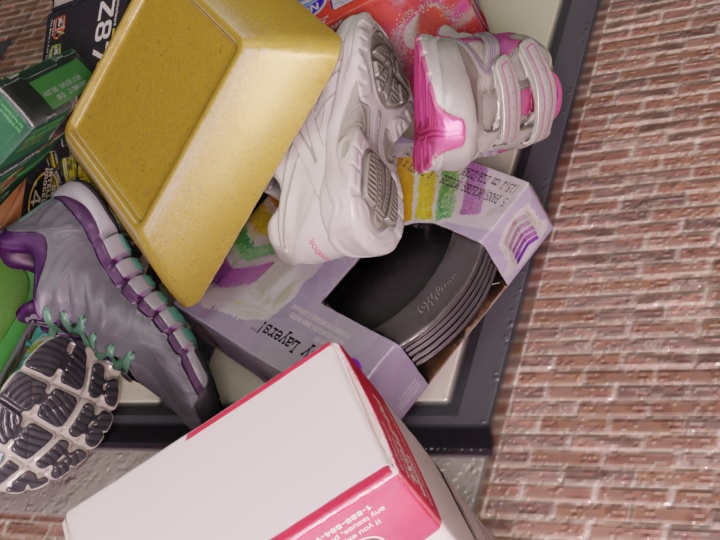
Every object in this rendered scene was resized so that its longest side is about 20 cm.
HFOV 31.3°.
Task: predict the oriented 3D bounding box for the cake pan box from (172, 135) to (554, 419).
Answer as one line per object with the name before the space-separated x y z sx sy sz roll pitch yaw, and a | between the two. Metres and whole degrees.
cake pan box | 0.000 0.000 0.825 0.185 0.052 0.199 -50 43 -12

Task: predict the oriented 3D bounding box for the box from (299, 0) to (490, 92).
box | -0.011 -0.174 0.956 0.199 0.096 0.100 -25 41 13

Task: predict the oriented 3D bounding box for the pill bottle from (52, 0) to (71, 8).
pill bottle | -0.222 -0.258 1.163 0.115 0.116 0.201 -31 42 6

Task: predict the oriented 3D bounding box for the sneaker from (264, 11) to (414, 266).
sneaker | -0.024 -0.087 0.829 0.099 0.078 0.201 -16 44 26

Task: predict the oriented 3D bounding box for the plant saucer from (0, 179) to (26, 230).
plant saucer | -0.358 -0.038 1.113 0.198 0.038 0.201 -18 44 18

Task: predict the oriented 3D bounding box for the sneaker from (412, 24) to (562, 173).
sneaker | 0.081 -0.113 0.805 0.087 0.082 0.200 4 23 11

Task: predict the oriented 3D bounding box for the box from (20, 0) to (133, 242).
box | -0.191 -0.116 0.986 0.160 0.049 0.202 -4 76 43

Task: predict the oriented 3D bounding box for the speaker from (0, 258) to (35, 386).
speaker | -0.285 0.048 0.911 0.088 0.089 0.201 -22 25 15

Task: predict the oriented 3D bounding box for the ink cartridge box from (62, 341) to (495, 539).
ink cartridge box | -0.015 0.149 0.585 0.144 0.200 0.085 -33 44 3

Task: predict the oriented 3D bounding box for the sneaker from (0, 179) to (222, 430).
sneaker | -0.169 0.038 0.840 0.087 0.075 0.201 -30 67 -18

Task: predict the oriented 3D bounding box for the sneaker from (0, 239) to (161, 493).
sneaker | -0.206 0.069 0.901 0.079 0.077 0.201 -17 37 50

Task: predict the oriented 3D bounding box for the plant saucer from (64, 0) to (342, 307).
plant saucer | -0.122 -0.112 0.846 0.201 0.048 0.200 -58 45 15

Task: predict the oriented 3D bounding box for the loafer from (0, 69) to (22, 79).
loafer | -0.283 -0.139 1.092 0.071 0.063 0.200 7 23 -6

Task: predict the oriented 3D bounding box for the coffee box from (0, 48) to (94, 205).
coffee box | -0.279 -0.070 0.932 0.200 0.044 0.123 -41 6 24
